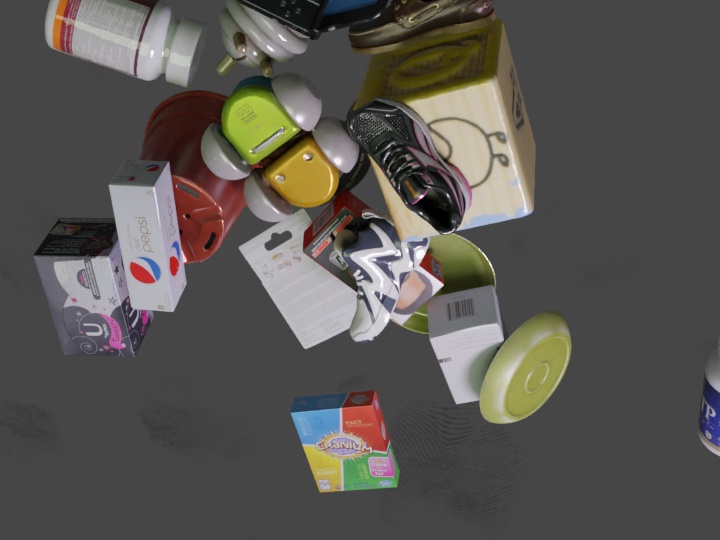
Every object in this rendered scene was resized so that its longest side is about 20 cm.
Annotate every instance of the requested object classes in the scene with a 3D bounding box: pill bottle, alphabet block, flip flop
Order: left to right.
[{"bbox_3d":[-0.316,-0.324,1.419,0.198,0.110,0.110,18,127,-4],"label":"pill bottle"},{"bbox_3d":[-0.024,-0.175,1.504,0.058,0.081,0.201,42,139,22],"label":"flip flop"},{"bbox_3d":[0.119,-0.187,1.389,0.193,0.197,0.201,-13,122,17],"label":"alphabet block"},{"bbox_3d":[0.592,0.184,1.618,0.118,0.120,0.202,1,125,9],"label":"pill bottle"}]

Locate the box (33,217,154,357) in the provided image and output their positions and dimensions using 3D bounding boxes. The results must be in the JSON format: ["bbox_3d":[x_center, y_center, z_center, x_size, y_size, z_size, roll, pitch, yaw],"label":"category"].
[{"bbox_3d":[-0.425,0.029,1.688,0.131,0.115,0.202,1,126,9],"label":"box"}]

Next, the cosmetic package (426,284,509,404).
[{"bbox_3d":[0.177,0.119,1.633,0.112,0.082,0.201,-13,139,13],"label":"cosmetic package"}]

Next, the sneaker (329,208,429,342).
[{"bbox_3d":[0.000,0.000,1.488,0.129,0.080,0.200,24,118,-13],"label":"sneaker"}]

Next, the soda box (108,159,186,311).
[{"bbox_3d":[-0.282,-0.045,1.396,0.063,0.068,0.202,3,126,8],"label":"soda box"}]

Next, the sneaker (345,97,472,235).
[{"bbox_3d":[0.064,-0.124,1.270,0.200,0.087,0.080,39,121,-17],"label":"sneaker"}]

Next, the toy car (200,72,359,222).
[{"bbox_3d":[-0.110,-0.183,1.423,0.174,0.151,0.200,-34,124,17],"label":"toy car"}]

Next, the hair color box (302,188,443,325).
[{"bbox_3d":[0.020,-0.018,1.559,0.199,0.061,0.102,36,115,-21],"label":"hair color box"}]

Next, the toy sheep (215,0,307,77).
[{"bbox_3d":[-0.120,-0.328,1.366,0.199,0.138,0.138,-38,113,14],"label":"toy sheep"}]

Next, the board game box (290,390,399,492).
[{"bbox_3d":[-0.025,0.307,1.863,0.151,0.040,0.202,-7,124,15],"label":"board game box"}]

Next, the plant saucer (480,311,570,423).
[{"bbox_3d":[0.266,0.159,1.625,0.031,0.199,0.202,34,137,37],"label":"plant saucer"}]

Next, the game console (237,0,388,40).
[{"bbox_3d":[-0.034,-0.392,1.250,0.174,0.202,0.116,25,160,-7],"label":"game console"}]

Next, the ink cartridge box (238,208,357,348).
[{"bbox_3d":[-0.077,0.009,1.654,0.162,0.057,0.201,-27,96,36],"label":"ink cartridge box"}]

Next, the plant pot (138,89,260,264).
[{"bbox_3d":[-0.242,-0.122,1.498,0.198,0.196,0.202,5,127,7],"label":"plant pot"}]

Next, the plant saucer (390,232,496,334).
[{"bbox_3d":[0.113,0.013,1.635,0.197,0.031,0.202,4,125,6],"label":"plant saucer"}]

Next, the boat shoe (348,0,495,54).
[{"bbox_3d":[0.075,-0.340,1.365,0.198,0.071,0.071,-14,129,9],"label":"boat shoe"}]
